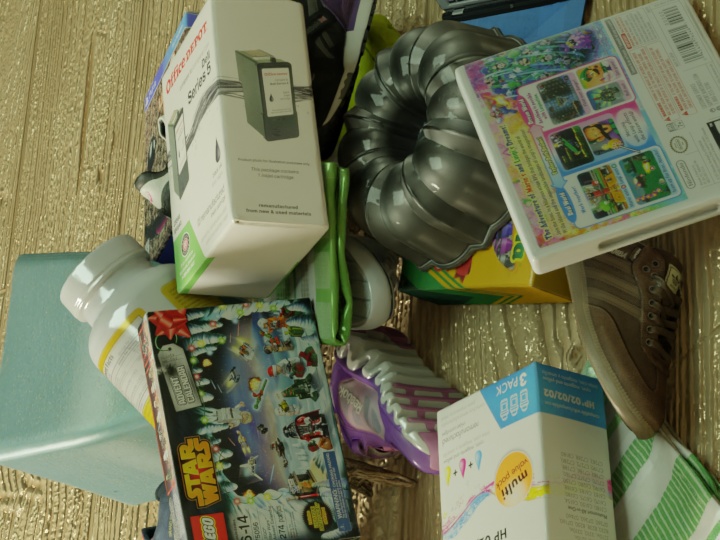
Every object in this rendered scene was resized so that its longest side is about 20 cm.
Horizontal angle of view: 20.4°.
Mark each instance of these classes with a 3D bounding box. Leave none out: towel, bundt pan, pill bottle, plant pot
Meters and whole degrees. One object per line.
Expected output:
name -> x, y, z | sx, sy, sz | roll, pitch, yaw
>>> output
towel -> 0.178, 0.170, 1.401 | 0.153, 0.023, 0.200 | -60, 36, 18
bundt pan -> 0.051, -0.105, 1.567 | 0.202, 0.075, 0.203 | -30, 52, 46
towel -> -0.044, -0.016, 1.641 | 0.200, 0.031, 0.150 | -172, 79, -70
pill bottle -> -0.151, 0.067, 1.646 | 0.200, 0.112, 0.112 | 45, 117, 13
plant pot -> -0.185, 0.090, 1.807 | 0.199, 0.196, 0.197 | -10, 66, 37

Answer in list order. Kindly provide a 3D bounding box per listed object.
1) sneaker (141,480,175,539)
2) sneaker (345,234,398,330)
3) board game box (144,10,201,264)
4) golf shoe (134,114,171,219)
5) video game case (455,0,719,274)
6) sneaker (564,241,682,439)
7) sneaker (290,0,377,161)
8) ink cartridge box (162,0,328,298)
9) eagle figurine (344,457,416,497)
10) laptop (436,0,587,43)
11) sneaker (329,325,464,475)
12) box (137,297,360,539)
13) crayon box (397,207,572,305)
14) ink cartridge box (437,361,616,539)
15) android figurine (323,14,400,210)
sneaker -> -0.133, 0.200, 1.761 | 0.200, 0.075, 0.085 | -49, 60, 29
sneaker -> 0.000, 0.000, 1.655 | 0.200, 0.070, 0.073 | -142, 52, -67
board game box -> -0.135, -0.109, 1.857 | 0.160, 0.096, 0.201 | 126, 146, -56
golf shoe -> -0.124, -0.128, 1.732 | 0.073, 0.092, 0.201 | -53, 12, 56
video game case -> 0.179, -0.101, 1.424 | 0.181, 0.024, 0.201 | -18, 50, 0
sneaker -> 0.191, 0.021, 1.401 | 0.075, 0.070, 0.201 | -26, 50, 17
sneaker -> -0.047, -0.168, 1.684 | 0.201, 0.087, 0.076 | -77, 4, -48
ink cartridge box -> -0.096, -0.098, 1.603 | 0.146, 0.084, 0.201 | 133, 135, -57
eagle figurine -> -0.069, 0.232, 1.603 | 0.151, 0.151, 0.201 | 11, 77, 44
laptop -> 0.084, -0.212, 1.627 | 0.116, 0.200, 0.187 | -47, 25, -28
sneaker -> 0.026, 0.118, 1.596 | 0.200, 0.080, 0.089 | 48, 121, 57
box -> -0.087, 0.123, 1.542 | 0.040, 0.136, 0.201 | 124, 137, -61
crayon box -> 0.116, -0.041, 1.557 | 0.200, 0.051, 0.128 | -4, 72, 53
ink cartridge box -> 0.117, 0.180, 1.407 | 0.115, 0.068, 0.201 | -33, 50, 46
android figurine -> -0.011, -0.133, 1.785 | 0.182, 0.041, 0.200 | -55, 36, 22
